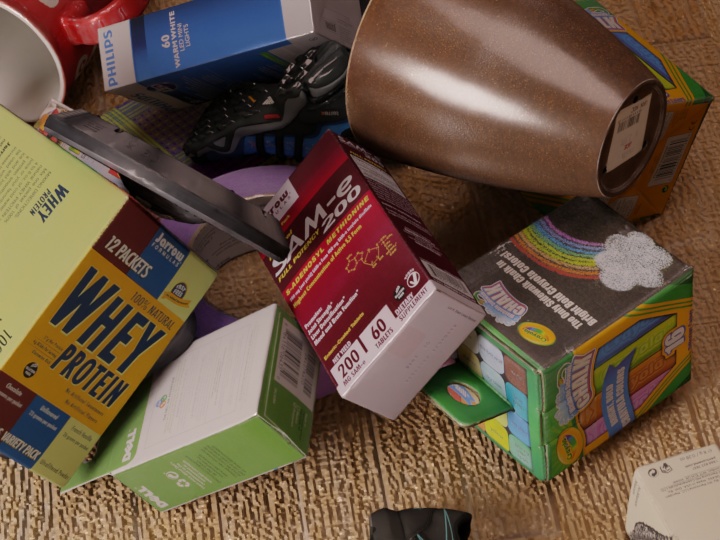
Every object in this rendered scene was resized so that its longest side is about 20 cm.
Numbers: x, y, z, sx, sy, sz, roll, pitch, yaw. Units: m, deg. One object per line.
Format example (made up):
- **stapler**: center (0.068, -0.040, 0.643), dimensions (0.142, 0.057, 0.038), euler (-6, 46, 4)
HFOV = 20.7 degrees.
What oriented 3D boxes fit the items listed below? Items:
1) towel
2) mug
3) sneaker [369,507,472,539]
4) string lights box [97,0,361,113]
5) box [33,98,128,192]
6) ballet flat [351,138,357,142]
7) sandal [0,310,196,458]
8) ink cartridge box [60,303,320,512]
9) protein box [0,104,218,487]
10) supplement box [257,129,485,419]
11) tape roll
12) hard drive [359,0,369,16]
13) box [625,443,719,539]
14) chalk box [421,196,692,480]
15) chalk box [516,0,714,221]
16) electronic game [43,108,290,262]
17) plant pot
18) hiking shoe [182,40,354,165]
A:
- **towel**: center (-0.165, -0.102, 1.700), dimensions (0.199, 0.023, 0.143), euler (-35, 56, -26)
- **mug**: center (-0.255, -0.239, 1.757), dimensions (0.176, 0.134, 0.201), euler (18, 47, 14)
- **sneaker**: center (0.060, 0.242, 1.360), dimensions (0.079, 0.076, 0.201), euler (-8, 49, -9)
- **string lights box**: center (-0.107, -0.188, 1.637), dimensions (0.198, 0.103, 0.060), euler (-12, 79, 23)
- **box**: center (-0.252, -0.025, 1.567), dimensions (0.110, 0.035, 0.201), euler (28, 82, 21)
- **ballet flat**: center (0.048, -0.174, 1.739), dimensions (0.070, 0.067, 0.201), euler (29, 52, -6)
- **sandal**: center (-0.207, 0.087, 1.492), dimensions (0.199, 0.043, 0.076), euler (-28, 55, 10)
- **ink cartridge box**: center (-0.125, 0.111, 1.461), dimensions (0.199, 0.059, 0.104), euler (-24, 40, 32)
- **protein box**: center (-0.253, 0.010, 1.443), dimensions (0.199, 0.135, 0.199), euler (33, 84, 35)
- **supplement box**: center (0.000, 0.000, 1.446), dimensions (0.109, 0.061, 0.200), euler (-50, 43, 16)
- **tape roll**: center (-0.069, 0.009, 1.572), dimensions (0.198, 0.066, 0.201), euler (-1, 49, 1)
- **hard drive**: center (-0.062, -0.221, 1.742), dimensions (0.199, 0.043, 0.135), euler (5, 40, 32)
- **box**: center (0.256, 0.226, 1.365), dimensions (0.068, 0.083, 0.201), euler (-15, 49, -12)
- **chalk box**: center (0.135, 0.059, 1.467), dimensions (0.199, 0.125, 0.125), euler (-31, 48, -22)
- **chalk box**: center (0.168, -0.142, 1.637), dimensions (0.123, 0.126, 0.200), euler (-13, 45, -41)
- **electronic game**: center (-0.139, -0.059, 1.423), dimensions (0.199, 0.200, 0.042), euler (29, 89, 24)
- **plant pot**: center (0.122, -0.136, 1.480), dimensions (0.199, 0.188, 0.187), euler (28, 55, 30)
- **hiking shoe**: center (-0.066, -0.113, 1.614), dimensions (0.199, 0.087, 0.075), euler (-18, 34, 44)
